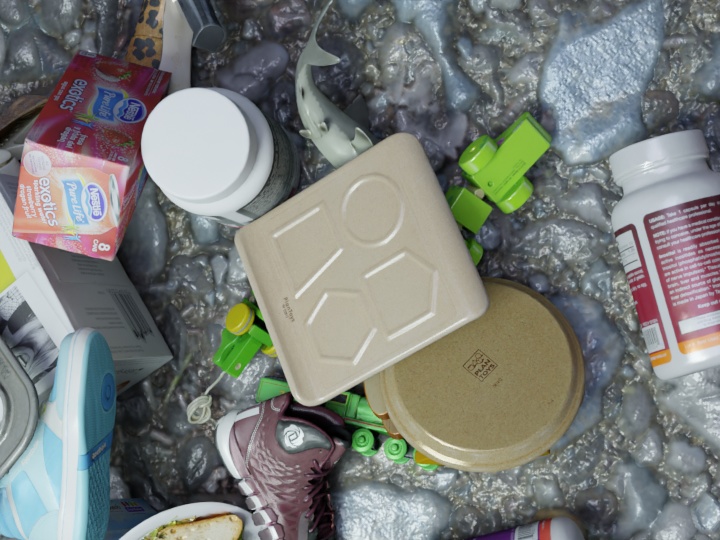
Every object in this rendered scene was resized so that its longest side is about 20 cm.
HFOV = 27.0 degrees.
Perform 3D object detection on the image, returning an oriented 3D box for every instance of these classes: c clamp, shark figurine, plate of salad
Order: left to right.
[{"bbox_3d":[-0.343,0.131,1.266,0.171,0.027,0.200,-47,55,15],"label":"c clamp"},{"bbox_3d":[-0.160,0.303,1.366,0.201,0.200,0.048,-56,39,5],"label":"plate of salad"},{"bbox_3d":[-0.016,-0.151,1.397,0.128,0.215,0.090,-8,40,37],"label":"shark figurine"}]

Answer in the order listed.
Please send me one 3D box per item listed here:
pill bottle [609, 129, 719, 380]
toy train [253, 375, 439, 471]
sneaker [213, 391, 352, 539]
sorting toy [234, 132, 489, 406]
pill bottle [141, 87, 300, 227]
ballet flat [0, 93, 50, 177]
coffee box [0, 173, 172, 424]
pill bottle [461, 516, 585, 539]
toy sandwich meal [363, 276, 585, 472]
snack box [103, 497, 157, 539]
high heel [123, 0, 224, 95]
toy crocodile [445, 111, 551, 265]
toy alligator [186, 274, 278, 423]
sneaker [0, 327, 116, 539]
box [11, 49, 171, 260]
[{"bbox_3d":[0.284,-0.014,1.302,0.112,0.113,0.201,-16,83,13],"label":"pill bottle"},{"bbox_3d":[-0.009,0.141,1.407,0.199,0.042,0.057,11,78,15],"label":"toy train"},{"bbox_3d":[-0.042,0.201,1.367,0.115,0.076,0.201,-28,96,23],"label":"sneaker"},{"bbox_3d":[0.000,0.000,1.350,0.199,0.036,0.186,-29,71,18],"label":"sorting toy"},{"bbox_3d":[-0.126,-0.103,1.365,0.113,0.200,0.115,0,87,8],"label":"pill bottle"},{"bbox_3d":[-0.342,-0.111,1.440,0.067,0.200,0.068,0,129,28],"label":"ballet flat"},{"bbox_3d":[-0.334,0.051,1.413,0.197,0.200,0.201,-33,80,11],"label":"coffee box"},{"bbox_3d":[0.108,0.292,1.327,0.199,0.112,0.113,-16,82,13],"label":"pill bottle"},{"bbox_3d":[0.102,0.099,1.357,0.204,0.070,0.207,-2,65,4],"label":"toy sandwich meal"},{"bbox_3d":[-0.279,0.308,1.397,0.068,0.169,0.200,39,95,19],"label":"snack box"},{"bbox_3d":[-0.213,-0.216,1.489,0.200,0.071,0.143,-45,47,25],"label":"high heel"},{"bbox_3d":[0.098,-0.061,1.380,0.067,0.062,0.200,39,88,-18],"label":"toy crocodile"},{"bbox_3d":[-0.107,0.057,1.432,0.200,0.059,0.054,-50,36,6],"label":"toy alligator"},{"bbox_3d":[-0.279,0.142,1.271,0.130,0.080,0.202,7,98,13],"label":"sneaker"},{"bbox_3d":[-0.239,-0.108,1.351,0.095,0.200,0.100,14,121,-4],"label":"box"}]
